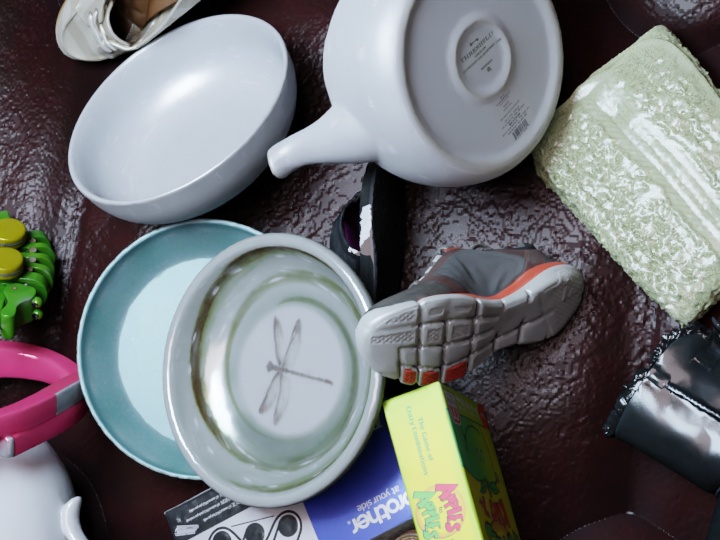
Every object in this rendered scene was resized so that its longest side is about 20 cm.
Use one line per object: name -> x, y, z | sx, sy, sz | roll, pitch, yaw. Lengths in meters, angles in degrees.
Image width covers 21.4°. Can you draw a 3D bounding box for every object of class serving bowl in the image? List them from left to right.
serving bowl -> -0.132, -0.109, 1.516 | 0.199, 0.066, 0.201 | -18, 43, 18

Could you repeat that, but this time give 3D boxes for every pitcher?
pitcher -> -0.251, 0.223, 1.478 | 0.170, 0.121, 0.202 | -17, 80, 20

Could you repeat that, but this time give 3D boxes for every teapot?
teapot -> 0.045, -0.158, 1.415 | 0.146, 0.199, 0.199 | 5, 90, 52

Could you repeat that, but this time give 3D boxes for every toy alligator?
toy alligator -> -0.276, 0.018, 1.546 | 0.054, 0.060, 0.201 | 1, 39, -7

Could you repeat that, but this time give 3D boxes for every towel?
towel -> 0.224, -0.070, 1.395 | 0.148, 0.036, 0.200 | -42, 66, 9

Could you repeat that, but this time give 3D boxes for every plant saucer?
plant saucer -> -0.120, 0.062, 1.486 | 0.198, 0.036, 0.202 | -1, 83, 7
plant saucer -> -0.056, 0.074, 1.413 | 0.199, 0.050, 0.202 | -4, 82, 34

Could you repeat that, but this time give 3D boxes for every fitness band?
fitness band -> -0.295, 0.100, 1.486 | 0.143, 0.200, 0.038 | 10, 108, 26

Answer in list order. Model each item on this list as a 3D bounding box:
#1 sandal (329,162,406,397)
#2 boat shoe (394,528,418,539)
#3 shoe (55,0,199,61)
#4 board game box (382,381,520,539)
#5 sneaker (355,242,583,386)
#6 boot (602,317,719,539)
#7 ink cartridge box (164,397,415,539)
sandal -> 0.000, 0.000, 1.449 | 0.048, 0.075, 0.202 | 2, 79, 19
boat shoe -> -0.006, 0.273, 1.390 | 0.072, 0.068, 0.200 | 40, 94, 25
shoe -> -0.186, -0.222, 1.558 | 0.199, 0.054, 0.070 | -27, 112, 36
board game box -> 0.078, 0.188, 1.357 | 0.047, 0.102, 0.201 | -21, 70, 15
sneaker -> 0.066, 0.023, 1.376 | 0.082, 0.199, 0.078 | 44, 130, 37
boot -> 0.239, 0.143, 1.317 | 0.162, 0.073, 0.199 | 37, 86, 23
ink cartridge box -> -0.043, 0.183, 1.440 | 0.199, 0.044, 0.095 | -29, 70, 14
